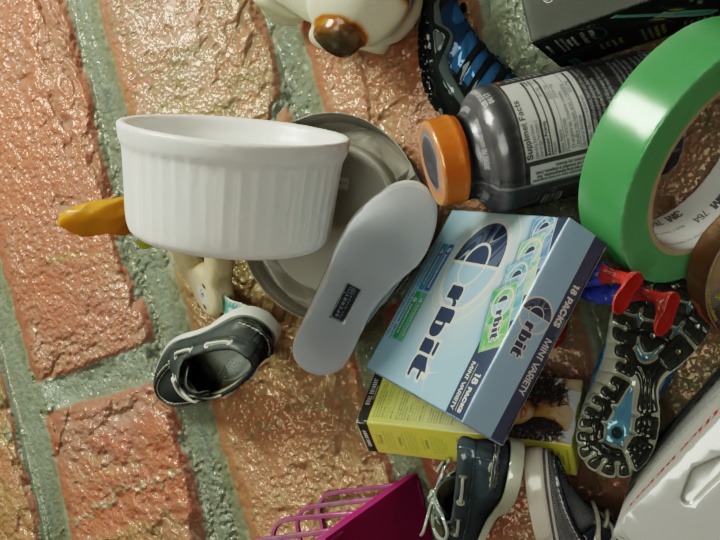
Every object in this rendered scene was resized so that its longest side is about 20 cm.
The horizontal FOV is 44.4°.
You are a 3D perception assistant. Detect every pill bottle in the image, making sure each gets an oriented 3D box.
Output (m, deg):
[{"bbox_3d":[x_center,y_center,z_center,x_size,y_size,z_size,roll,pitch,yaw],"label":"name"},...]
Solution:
[{"bbox_3d":[0.151,-0.109,0.722,0.199,0.106,0.107,-14,87,-6],"label":"pill bottle"}]

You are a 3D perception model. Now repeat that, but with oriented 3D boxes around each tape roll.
[{"bbox_3d":[0.256,-0.088,0.670,0.048,0.200,0.201,46,110,43],"label":"tape roll"}]

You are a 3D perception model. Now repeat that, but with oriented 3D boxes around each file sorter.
[{"bbox_3d":[-0.022,0.288,0.808,0.125,0.200,0.140,-15,87,25],"label":"file sorter"}]

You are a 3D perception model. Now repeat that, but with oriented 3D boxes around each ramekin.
[{"bbox_3d":[-0.112,-0.076,0.770,0.200,0.200,0.098,12,105,22],"label":"ramekin"}]

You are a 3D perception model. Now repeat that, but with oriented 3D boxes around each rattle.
[{"bbox_3d":[-0.188,0.010,0.890,0.130,0.143,0.201,-15,96,43],"label":"rattle"}]

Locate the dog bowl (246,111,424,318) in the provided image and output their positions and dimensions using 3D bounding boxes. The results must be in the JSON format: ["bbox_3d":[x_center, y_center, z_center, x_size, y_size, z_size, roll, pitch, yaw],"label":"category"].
[{"bbox_3d":[-0.022,-0.051,0.866,0.199,0.059,0.201,1,93,22],"label":"dog bowl"}]

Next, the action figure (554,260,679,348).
[{"bbox_3d":[0.165,0.031,0.733,0.065,0.200,0.099,28,93,-20],"label":"action figure"}]

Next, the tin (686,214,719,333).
[{"bbox_3d":[0.340,-0.032,0.685,0.112,0.042,0.200,40,97,-27],"label":"tin"}]

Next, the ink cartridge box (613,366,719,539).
[{"bbox_3d":[0.278,0.148,0.671,0.084,0.200,0.146,41,107,15],"label":"ink cartridge box"}]

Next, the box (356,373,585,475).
[{"bbox_3d":[0.102,0.134,0.810,0.199,0.075,0.050,1,134,23],"label":"box"}]

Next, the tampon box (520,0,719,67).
[{"bbox_3d":[0.230,-0.260,0.699,0.199,0.150,0.127,-14,88,23],"label":"tampon box"}]

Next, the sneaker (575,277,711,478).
[{"bbox_3d":[0.231,0.077,0.753,0.078,0.090,0.201,27,82,9],"label":"sneaker"}]

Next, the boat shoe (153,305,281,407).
[{"bbox_3d":[-0.161,0.100,0.901,0.076,0.060,0.200,40,132,-13],"label":"boat shoe"}]

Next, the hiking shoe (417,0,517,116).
[{"bbox_3d":[0.104,-0.176,0.812,0.086,0.074,0.201,-11,85,-4],"label":"hiking shoe"}]

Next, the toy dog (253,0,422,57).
[{"bbox_3d":[-0.023,-0.268,0.772,0.140,0.194,0.200,-51,52,8],"label":"toy dog"}]

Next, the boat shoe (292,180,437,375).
[{"bbox_3d":[0.000,0.000,0.792,0.073,0.065,0.200,34,108,-8],"label":"boat shoe"}]

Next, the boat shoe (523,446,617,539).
[{"bbox_3d":[0.203,0.222,0.749,0.092,0.075,0.201,-13,122,18],"label":"boat shoe"}]

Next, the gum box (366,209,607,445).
[{"bbox_3d":[0.094,0.035,0.732,0.044,0.200,0.170,31,85,-20],"label":"gum box"}]

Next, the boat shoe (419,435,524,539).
[{"bbox_3d":[0.091,0.202,0.773,0.062,0.200,0.075,14,58,2],"label":"boat shoe"}]
